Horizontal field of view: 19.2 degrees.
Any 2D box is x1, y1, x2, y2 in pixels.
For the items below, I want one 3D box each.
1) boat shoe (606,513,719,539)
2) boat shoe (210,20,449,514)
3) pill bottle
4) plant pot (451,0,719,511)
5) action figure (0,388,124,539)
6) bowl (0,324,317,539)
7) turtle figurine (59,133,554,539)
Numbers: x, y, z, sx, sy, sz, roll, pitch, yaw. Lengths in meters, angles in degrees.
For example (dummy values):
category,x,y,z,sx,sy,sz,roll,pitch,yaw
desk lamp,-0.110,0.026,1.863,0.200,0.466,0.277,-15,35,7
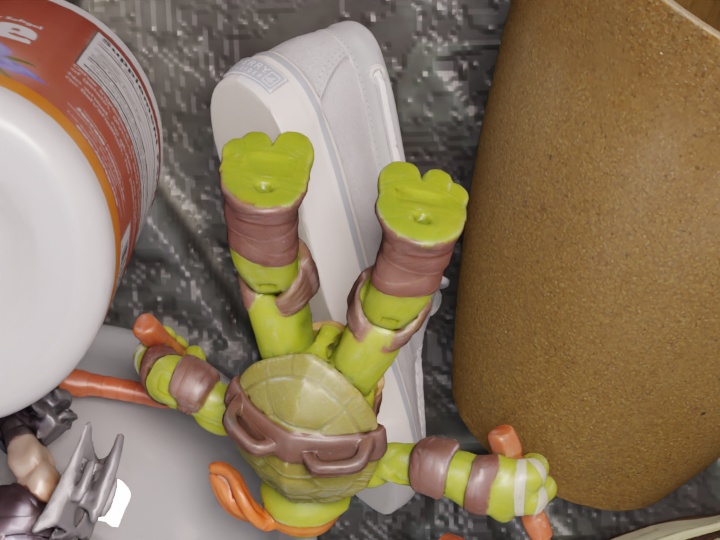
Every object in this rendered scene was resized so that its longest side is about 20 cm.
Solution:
category,x,y,z,sx,sy,sz,roll,pitch,yaw
boat shoe,0.180,0.119,0.829,0.201,0.075,0.075,-26,106,9
boat shoe,0.000,0.000,0.800,0.068,0.072,0.201,-32,120,-25
pill bottle,-0.127,-0.033,0.722,0.111,0.200,0.113,0,108,1
plant pot,0.114,-0.019,0.746,0.185,0.187,0.201,21,120,-5
action figure,-0.160,0.086,0.758,0.199,0.069,0.131,23,68,22
bowl,-0.117,0.129,0.833,0.199,0.090,0.203,0,109,1
turtle figurine,-0.023,0.035,0.724,0.199,0.064,0.162,21,130,19
